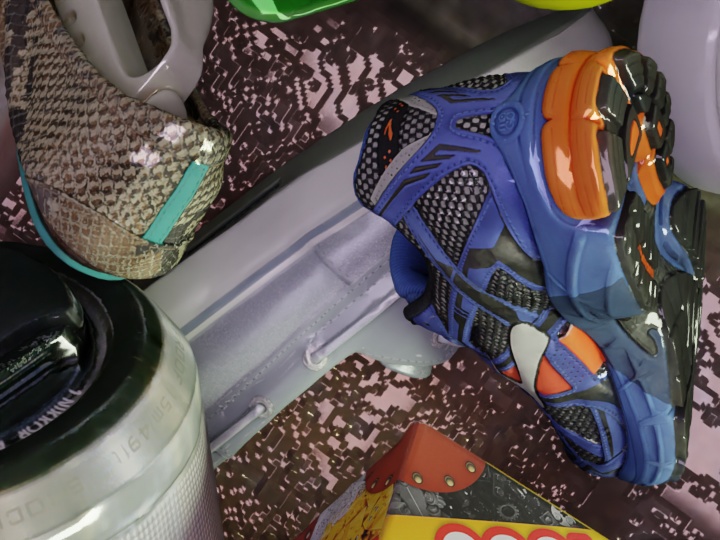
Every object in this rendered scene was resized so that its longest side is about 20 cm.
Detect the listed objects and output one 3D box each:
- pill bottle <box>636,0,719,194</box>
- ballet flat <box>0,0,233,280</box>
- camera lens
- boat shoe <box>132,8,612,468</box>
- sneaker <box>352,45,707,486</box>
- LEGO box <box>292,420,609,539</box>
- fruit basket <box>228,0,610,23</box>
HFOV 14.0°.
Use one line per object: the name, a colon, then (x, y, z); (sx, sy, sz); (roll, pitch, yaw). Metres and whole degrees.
pill bottle: (0.177, -0.049, 0.769); (0.200, 0.120, 0.120); (14, 96, 40)
ballet flat: (-0.076, -0.086, 0.810); (0.075, 0.068, 0.200); (-49, 46, 27)
camera lens: (-0.113, 0.103, 0.796); (0.160, 0.160, 0.200); (-4, 118, 6)
boat shoe: (0.000, 0.000, 0.856); (0.201, 0.070, 0.072); (-35, 99, 11)
sneaker: (0.050, -0.002, 0.793); (0.078, 0.200, 0.075); (3, 62, 16)
LEGO box: (0.060, 0.158, 0.762); (0.200, 0.149, 0.077); (32, 132, -13)
fruit basket: (0.044, -0.144, 0.772); (0.215, 0.216, 0.156); (-16, 92, 6)
